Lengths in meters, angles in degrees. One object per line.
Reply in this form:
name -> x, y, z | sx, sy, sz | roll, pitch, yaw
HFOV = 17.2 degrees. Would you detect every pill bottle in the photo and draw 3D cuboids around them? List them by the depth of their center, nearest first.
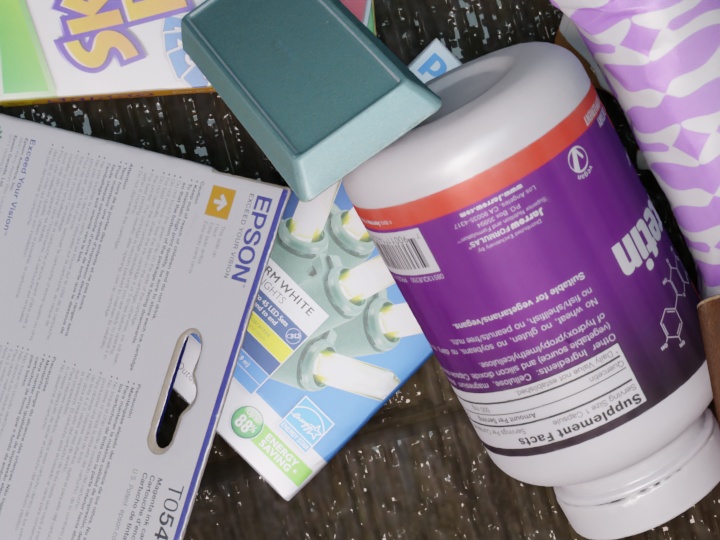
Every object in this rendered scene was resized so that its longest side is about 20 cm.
pill bottle -> 0.082, 0.011, 1.023 | 0.112, 0.112, 0.200 | -30, 106, -2

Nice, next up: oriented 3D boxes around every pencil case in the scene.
pencil case -> 0.148, -0.066, 1.046 | 0.085, 0.084, 0.200 | -18, 108, 32

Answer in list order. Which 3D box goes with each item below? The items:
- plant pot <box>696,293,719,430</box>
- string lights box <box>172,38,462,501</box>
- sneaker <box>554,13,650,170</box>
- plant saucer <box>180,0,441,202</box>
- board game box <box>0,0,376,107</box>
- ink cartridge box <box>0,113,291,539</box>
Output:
plant pot -> 0.232, 0.108, 0.938 | 0.186, 0.187, 0.201 | -2, 83, -1
string lights box -> 0.000, 0.000, 1.112 | 0.103, 0.059, 0.200 | 44, 88, 1
sneaker -> 0.181, -0.072, 1.124 | 0.200, 0.073, 0.085 | 29, 116, -4
plant saucer -> -0.029, -0.091, 1.033 | 0.070, 0.200, 0.019 | -36, 119, -1
board game box -> -0.094, -0.132, 1.136 | 0.199, 0.030, 0.096 | -4, 87, 2
ink cartridge box -> -0.127, 0.040, 1.071 | 0.200, 0.043, 0.197 | 16, 86, 33
